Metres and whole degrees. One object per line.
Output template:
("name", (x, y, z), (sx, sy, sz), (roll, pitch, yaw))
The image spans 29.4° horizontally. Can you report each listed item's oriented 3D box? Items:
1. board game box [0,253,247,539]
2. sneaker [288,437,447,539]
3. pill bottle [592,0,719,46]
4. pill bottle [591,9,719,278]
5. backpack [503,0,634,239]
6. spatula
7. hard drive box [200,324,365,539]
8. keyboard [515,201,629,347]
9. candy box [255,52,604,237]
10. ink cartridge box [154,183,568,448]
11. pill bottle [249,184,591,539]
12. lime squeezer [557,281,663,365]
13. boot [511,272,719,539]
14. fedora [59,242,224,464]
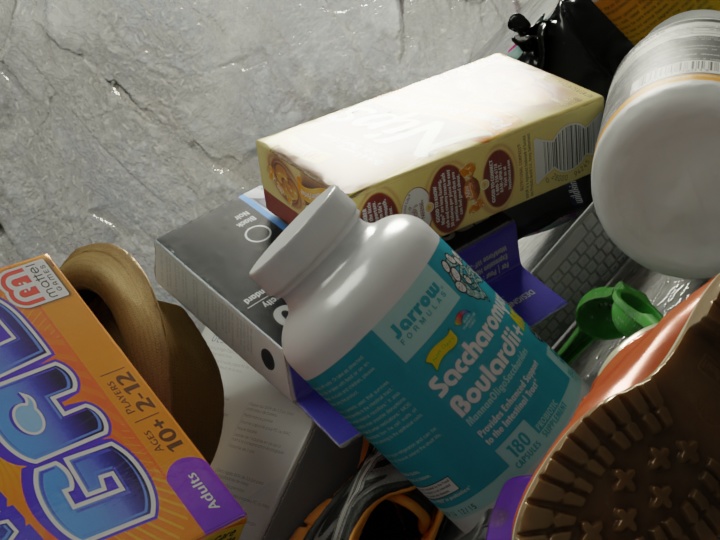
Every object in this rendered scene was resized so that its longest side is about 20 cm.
("board game box", (-0.215, 0.152, 0.730), (0.199, 0.200, 0.201), (-21, -32, -39))
("sneaker", (0.033, 0.129, 0.844), (0.201, 0.078, 0.077), (-58, 19, -24))
("pill bottle", (0.231, -0.213, 0.998), (0.111, 0.200, 0.111), (-45, 8, 8))
("pill bottle", (0.204, -0.086, 0.828), (0.116, 0.116, 0.200), (-42, 9, 27))
("backpack", (0.160, -0.110, 1.116), (0.126, 0.168, 0.200), (-27, -11, -43))
("spatula", (0.045, 0.145, 0.722), (0.199, 0.021, 0.057), (-27, 26, 38))
("hard drive box", (-0.075, 0.140, 0.913), (0.155, 0.077, 0.201), (7, 65, 46))
("keyboard", (0.122, 0.026, 0.925), (0.200, 0.056, 0.011), (-48, 38, -8))
("candy box", (0.047, -0.075, 0.885), (0.199, 0.056, 0.115), (-22, 32, -24))
("ink cartridge box", (0.000, 0.000, 0.887), (0.197, 0.200, 0.044), (-29, -41, -29))
("pill bottle", (0.032, 0.046, 0.766), (0.111, 0.200, 0.111), (-45, 8, 9))
("lime squeezer", (0.146, 0.038, 0.803), (0.071, 0.038, 0.200), (-49, 9, -19))
("boot", (0.126, 0.078, 0.619), (0.200, 0.075, 0.107), (-41, 2, -27))
("fedora", (-0.143, 0.083, 0.873), (0.081, 0.202, 0.200), (0, -27, -40))
